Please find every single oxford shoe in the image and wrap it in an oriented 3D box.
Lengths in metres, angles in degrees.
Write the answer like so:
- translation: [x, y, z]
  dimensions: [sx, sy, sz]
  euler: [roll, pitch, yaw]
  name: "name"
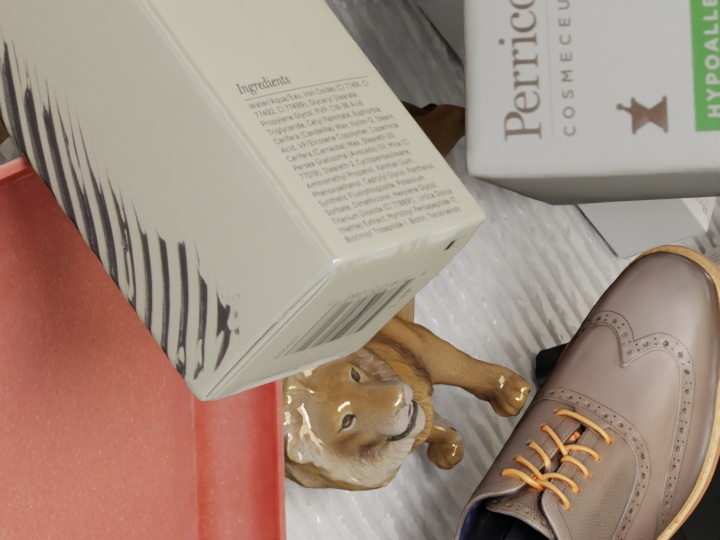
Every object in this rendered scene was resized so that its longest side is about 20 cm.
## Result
- translation: [0.081, 0.078, 1.051]
  dimensions: [0.200, 0.071, 0.073]
  euler: [-66, 159, -8]
  name: "oxford shoe"

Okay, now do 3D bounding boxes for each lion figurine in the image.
- translation: [0.000, 0.000, 1.064]
  dimensions: [0.122, 0.072, 0.200]
  euler: [22, 44, -37]
  name: "lion figurine"

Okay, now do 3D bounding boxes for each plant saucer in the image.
- translation: [-0.088, 0.048, 0.888]
  dimensions: [0.200, 0.037, 0.200]
  euler: [-31, 124, -56]
  name: "plant saucer"

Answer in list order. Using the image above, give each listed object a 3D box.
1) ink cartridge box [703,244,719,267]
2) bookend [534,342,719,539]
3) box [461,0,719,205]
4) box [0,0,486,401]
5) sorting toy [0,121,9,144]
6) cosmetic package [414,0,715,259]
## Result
- translation: [0.221, 0.064, 1.282]
  dimensions: [0.200, 0.045, 0.176]
  euler: [50, 47, -9]
  name: "ink cartridge box"
- translation: [0.127, 0.154, 1.130]
  dimensions: [0.200, 0.092, 0.199]
  euler: [54, 40, -21]
  name: "bookend"
- translation: [0.130, -0.129, 1.055]
  dimensions: [0.200, 0.171, 0.199]
  euler: [5, 83, -78]
  name: "box"
- translation: [-0.060, -0.065, 0.825]
  dimensions: [0.082, 0.068, 0.200]
  euler: [-15, 64, -53]
  name: "box"
- translation: [-0.197, -0.095, 0.835]
  dimensions: [0.199, 0.070, 0.200]
  euler: [60, 38, -16]
  name: "sorting toy"
- translation: [0.084, -0.104, 1.217]
  dimensions: [0.200, 0.051, 0.083]
  euler: [49, 43, -28]
  name: "cosmetic package"
